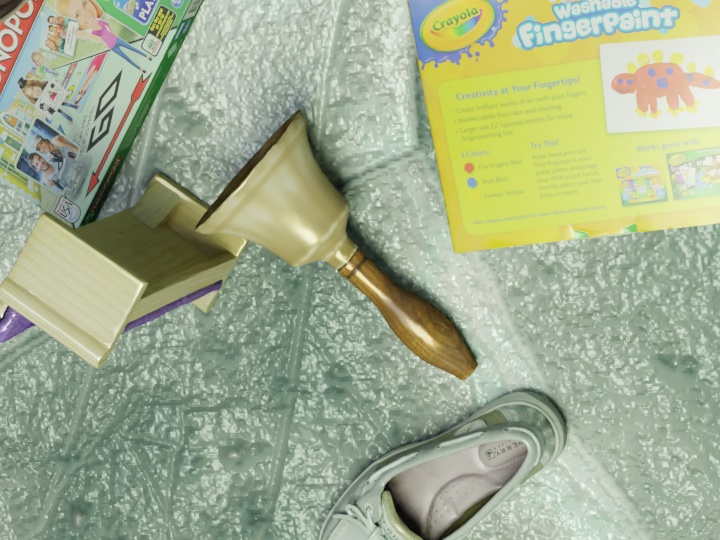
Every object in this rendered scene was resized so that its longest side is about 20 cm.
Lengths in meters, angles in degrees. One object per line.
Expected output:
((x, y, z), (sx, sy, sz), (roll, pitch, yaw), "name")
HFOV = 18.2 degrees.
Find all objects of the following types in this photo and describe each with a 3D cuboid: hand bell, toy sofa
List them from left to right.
((-0.156, 0.009, 1.458), (0.083, 0.200, 0.098), (34, 107, 9), "toy sofa")
((0.000, 0.000, 1.469), (0.200, 0.104, 0.104), (42, 115, -6), "hand bell")

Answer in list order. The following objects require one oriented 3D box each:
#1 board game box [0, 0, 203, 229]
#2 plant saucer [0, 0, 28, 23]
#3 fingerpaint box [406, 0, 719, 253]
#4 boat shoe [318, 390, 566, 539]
((-0.200, -0.145, 1.528), (0.134, 0.029, 0.200), (33, 113, 9), "board game box")
((-0.262, -0.257, 1.499), (0.200, 0.034, 0.201), (5, 100, 32), "plant saucer")
((0.145, -0.108, 1.378), (0.200, 0.073, 0.167), (-7, 102, 22), "fingerpaint box")
((0.046, 0.150, 1.491), (0.202, 0.065, 0.075), (-33, 91, 26), "boat shoe")
